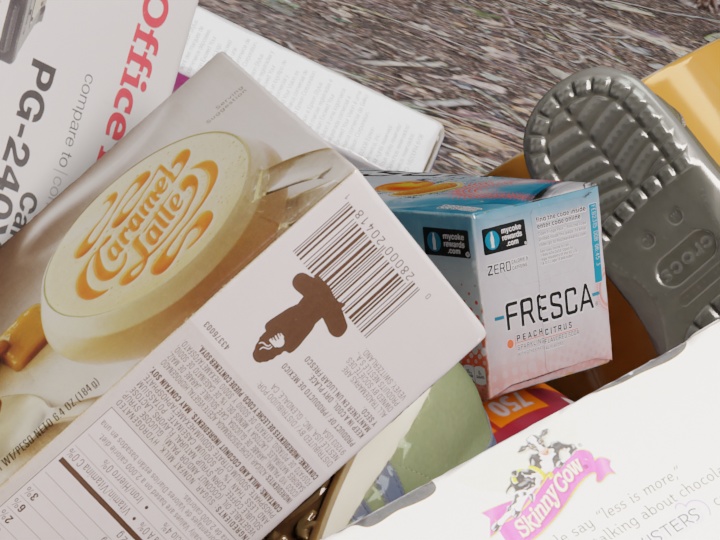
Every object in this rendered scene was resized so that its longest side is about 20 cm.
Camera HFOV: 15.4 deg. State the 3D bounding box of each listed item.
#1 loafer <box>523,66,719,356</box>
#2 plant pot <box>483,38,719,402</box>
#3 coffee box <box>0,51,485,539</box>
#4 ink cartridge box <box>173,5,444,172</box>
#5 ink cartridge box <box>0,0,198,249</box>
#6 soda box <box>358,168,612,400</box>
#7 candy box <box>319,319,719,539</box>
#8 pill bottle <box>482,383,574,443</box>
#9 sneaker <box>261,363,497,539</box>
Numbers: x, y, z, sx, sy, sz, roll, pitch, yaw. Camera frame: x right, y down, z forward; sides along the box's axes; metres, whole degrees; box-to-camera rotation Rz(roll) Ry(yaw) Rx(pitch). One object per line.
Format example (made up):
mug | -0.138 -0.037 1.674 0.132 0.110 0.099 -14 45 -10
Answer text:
loafer | 0.137 0.011 0.966 0.200 0.075 0.070 59 19 6
plant pot | 0.143 0.014 1.091 0.184 0.200 0.200 60 21 3
coffee box | -0.076 0.040 0.825 0.080 0.200 0.114 50 -3 -32
ink cartridge box | -0.086 -0.040 1.139 0.199 0.197 0.043 25 56 -3
ink cartridge box | -0.159 -0.070 0.871 0.083 0.146 0.200 7 -12 45
soda box | 0.000 0.000 0.989 0.063 0.069 0.200 -15 14 -40
candy box | 0.090 0.134 0.717 0.167 0.072 0.200 -25 63 -28
pill bottle | 0.095 0.124 0.937 0.200 0.113 0.113 31 18 38
sneaker | -0.009 0.107 0.852 0.067 0.200 0.090 -6 -49 43
